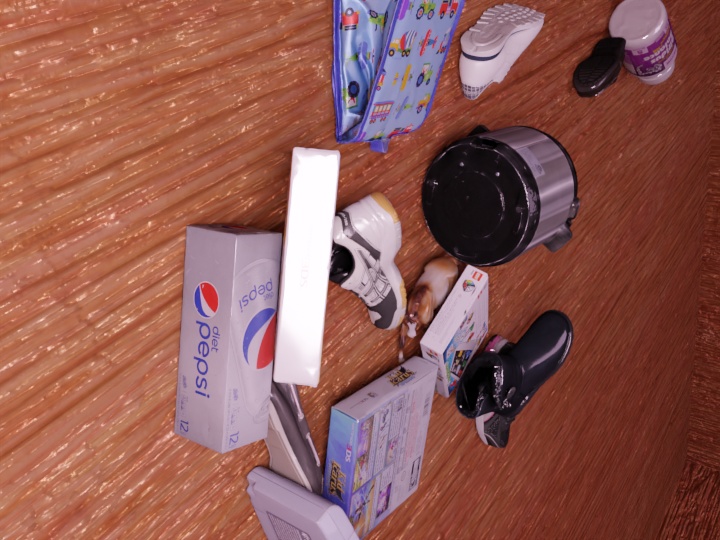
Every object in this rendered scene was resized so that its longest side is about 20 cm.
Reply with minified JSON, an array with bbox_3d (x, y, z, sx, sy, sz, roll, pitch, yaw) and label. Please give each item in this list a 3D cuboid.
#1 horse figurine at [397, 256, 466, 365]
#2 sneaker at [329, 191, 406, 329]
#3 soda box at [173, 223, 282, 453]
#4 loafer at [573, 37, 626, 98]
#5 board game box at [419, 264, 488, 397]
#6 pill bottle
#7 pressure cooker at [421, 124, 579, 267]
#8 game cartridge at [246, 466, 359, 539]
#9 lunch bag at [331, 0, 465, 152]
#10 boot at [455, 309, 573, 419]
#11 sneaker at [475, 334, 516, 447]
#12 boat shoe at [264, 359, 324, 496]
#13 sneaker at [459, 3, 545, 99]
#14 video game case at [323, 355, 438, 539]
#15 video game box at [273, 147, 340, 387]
[{"bbox_3d":[0.099,0.040,1.007,0.200,0.050,0.133,-48,148,-39],"label":"horse figurine"},{"bbox_3d":[0.000,0.000,0.867,0.087,0.076,0.201,-24,135,-15],"label":"sneaker"},{"bbox_3d":[-0.123,0.060,0.692,0.063,0.068,0.202,-6,104,-54],"label":"soda box"},{"bbox_3d":[0.463,-0.374,1.410,0.200,0.072,0.072,-48,134,-37],"label":"loafer"},{"bbox_3d":[0.136,0.091,1.039,0.127,0.034,0.200,-55,158,-17],"label":"board game box"},{"bbox_3d":[0.590,-0.468,1.535,0.200,0.111,0.113,27,77,-54],"label":"pill bottle"},{"bbox_3d":[0.202,-0.106,1.019,0.199,0.177,0.178,-25,116,-49],"label":"pressure cooker"},{"bbox_3d":[-0.047,0.310,0.816,0.041,0.132,0.201,-39,131,-33],"label":"game cartridge"},{"bbox_3d":[0.038,-0.232,0.838,0.150,0.093,0.202,-26,129,-52],"label":"lunch bag"},{"bbox_3d":[0.238,0.143,1.136,0.201,0.076,0.168,-57,149,9],"label":"boot"},{"bbox_3d":[0.251,0.216,1.262,0.080,0.086,0.202,-25,120,-48],"label":"sneaker"},{"bbox_3d":[-0.071,0.184,0.804,0.057,0.066,0.202,-41,128,-35],"label":"boat shoe"},{"bbox_3d":[0.198,-0.318,1.059,0.200,0.076,0.081,-41,142,-36],"label":"sneaker"},{"bbox_3d":[0.023,0.232,0.951,0.181,0.045,0.202,-23,126,-51],"label":"video game case"},{"bbox_3d":[-0.052,-0.014,0.705,0.182,0.046,0.202,-129,-136,-79],"label":"video game box"}]
